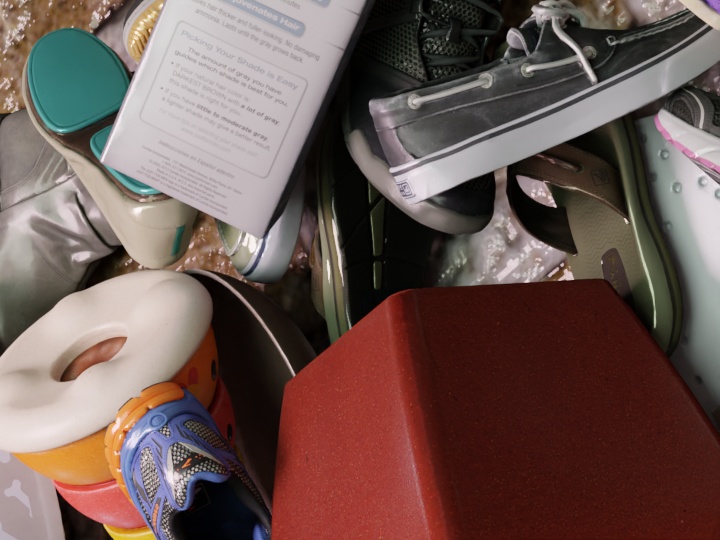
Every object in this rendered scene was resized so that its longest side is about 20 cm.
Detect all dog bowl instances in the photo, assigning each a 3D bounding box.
[{"bbox_3d":[-0.236,0.114,1.557,0.200,0.059,0.201,163,90,-72],"label":"dog bowl"}]

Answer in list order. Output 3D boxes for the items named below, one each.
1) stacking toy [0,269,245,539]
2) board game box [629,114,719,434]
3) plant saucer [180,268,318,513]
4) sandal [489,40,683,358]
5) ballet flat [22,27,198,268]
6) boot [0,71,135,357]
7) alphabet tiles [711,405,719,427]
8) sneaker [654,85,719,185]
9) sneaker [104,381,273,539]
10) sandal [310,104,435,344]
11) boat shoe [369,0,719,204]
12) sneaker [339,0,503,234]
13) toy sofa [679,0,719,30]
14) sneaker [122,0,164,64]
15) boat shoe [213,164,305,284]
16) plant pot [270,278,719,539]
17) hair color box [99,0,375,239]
[{"bbox_3d":[-0.109,0.112,1.459,0.146,0.146,0.200,-12,122,34],"label":"stacking toy"},{"bbox_3d":[0.242,0.000,1.317,0.199,0.026,0.201,-14,82,33],"label":"board game box"},{"bbox_3d":[-0.053,0.089,1.467,0.200,0.032,0.201,45,147,41],"label":"plant saucer"},{"bbox_3d":[0.112,-0.039,1.367,0.080,0.057,0.201,-49,54,51],"label":"sandal"},{"bbox_3d":[-0.145,-0.068,1.503,0.070,0.069,0.200,-59,38,20],"label":"ballet flat"},{"bbox_3d":[-0.167,-0.014,1.576,0.130,0.068,0.201,-10,86,28],"label":"boot"},{"bbox_3d":[0.272,0.056,1.277,0.200,0.008,0.167,-41,69,27],"label":"alphabet tiles"},{"bbox_3d":[0.242,-0.058,1.265,0.200,0.080,0.087,26,85,35],"label":"sneaker"},{"bbox_3d":[-0.072,0.153,1.381,0.075,0.200,0.078,-37,38,-7],"label":"sneaker"},{"bbox_3d":[-0.001,0.001,1.448,0.057,0.080,0.202,1,91,51],"label":"sandal"},{"bbox_3d":[0.099,-0.103,1.315,0.199,0.074,0.068,-24,96,-6],"label":"boat shoe"},{"bbox_3d":[0.041,-0.115,1.382,0.114,0.076,0.200,-57,31,37],"label":"sneaker"},{"bbox_3d":[0.162,-0.199,1.329,0.200,0.097,0.083,40,112,28],"label":"toy sofa"},{"bbox_3d":[-0.060,-0.186,1.463,0.200,0.076,0.088,-37,52,-13],"label":"sneaker"},{"bbox_3d":[-0.077,-0.087,1.486,0.072,0.062,0.201,-41,50,53],"label":"boat shoe"},{"bbox_3d":[0.065,0.111,1.315,0.200,0.199,0.177,-41,58,53],"label":"plant pot"},{"bbox_3d":[-0.052,-0.130,1.368,0.099,0.061,0.200,25,108,3],"label":"hair color box"}]
